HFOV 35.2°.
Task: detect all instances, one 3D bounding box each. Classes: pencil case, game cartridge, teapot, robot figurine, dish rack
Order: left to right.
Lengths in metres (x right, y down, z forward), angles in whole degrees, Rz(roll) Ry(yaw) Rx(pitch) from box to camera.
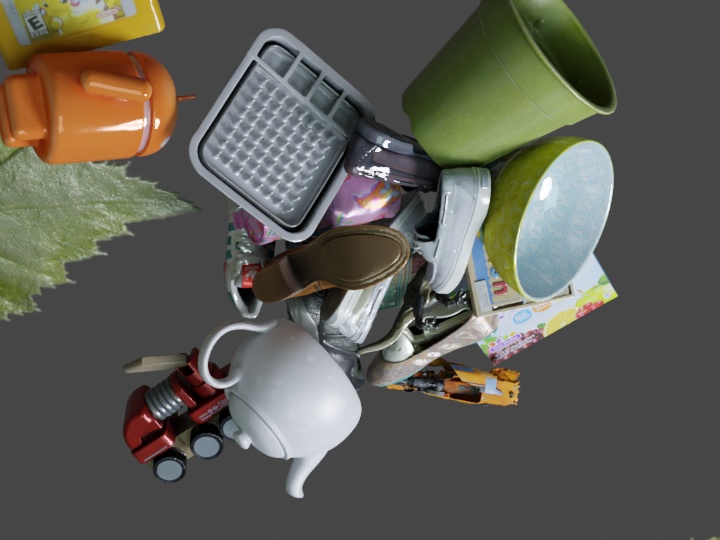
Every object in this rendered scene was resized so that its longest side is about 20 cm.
[{"bbox_3d":[-0.310,-0.314,1.151,0.175,0.033,0.201,-16,132,-2],"label":"game cartridge"},{"bbox_3d":[-0.279,-0.173,1.202,0.198,0.117,0.144,-9,140,-31],"label":"robot figurine"},{"bbox_3d":[-0.106,0.166,1.451,0.146,0.200,0.198,-40,165,-20],"label":"teapot"},{"bbox_3d":[-0.090,-0.147,1.260,0.171,0.201,0.043,38,156,-20],"label":"dish rack"},{"bbox_3d":[-0.050,-0.086,1.342,0.198,0.088,0.088,-14,133,-26],"label":"pencil case"},{"bbox_3d":[0.116,0.149,1.585,0.198,0.145,0.059,11,87,-4],"label":"robot figurine"}]

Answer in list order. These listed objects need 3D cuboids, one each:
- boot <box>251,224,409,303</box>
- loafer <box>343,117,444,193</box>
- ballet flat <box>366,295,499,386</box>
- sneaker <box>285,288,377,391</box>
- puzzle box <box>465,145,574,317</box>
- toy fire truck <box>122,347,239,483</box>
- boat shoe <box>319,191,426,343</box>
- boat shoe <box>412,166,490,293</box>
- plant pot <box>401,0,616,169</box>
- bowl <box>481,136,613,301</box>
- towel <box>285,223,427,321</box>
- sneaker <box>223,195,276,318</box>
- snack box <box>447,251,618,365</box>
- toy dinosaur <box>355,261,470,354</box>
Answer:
[{"bbox_3d":[-0.021,-0.015,1.353,0.199,0.155,0.077,-23,94,19],"label":"boot"},{"bbox_3d":[0.050,-0.121,1.317,0.199,0.072,0.063,17,109,-51],"label":"loafer"},{"bbox_3d":[0.083,0.084,1.489,0.199,0.068,0.067,-28,130,13],"label":"ballet flat"},{"bbox_3d":[-0.013,0.081,1.498,0.113,0.077,0.200,-20,127,9],"label":"sneaker"},{"bbox_3d":[0.189,-0.051,1.430,0.132,0.025,0.202,-12,94,-6],"label":"puzzle box"},{"bbox_3d":[-0.257,0.172,1.515,0.175,0.129,0.200,-32,118,13],"label":"toy fire truck"},{"bbox_3d":[0.026,-0.008,1.417,0.065,0.074,0.203,36,76,-21],"label":"boat shoe"},{"bbox_3d":[0.096,-0.049,1.337,0.071,0.071,0.202,7,140,-8],"label":"boat shoe"},{"bbox_3d":[0.152,-0.207,1.277,0.189,0.201,0.199,-35,130,29],"label":"plant pot"},{"bbox_3d":[0.202,-0.076,1.352,0.199,0.107,0.202,-29,133,-37],"label":"bowl"},{"bbox_3d":[0.000,0.000,1.498,0.198,0.022,0.148,-8,131,-9],"label":"towel"},{"bbox_3d":[-0.130,-0.030,1.390,0.070,0.094,0.201,0,129,-15],"label":"sneaker"},{"bbox_3d":[0.224,0.018,1.540,0.199,0.068,0.169,-31,133,10],"label":"snack box"},{"bbox_3d":[0.081,0.039,1.442,0.201,0.088,0.047,-55,134,-12],"label":"toy dinosaur"}]
